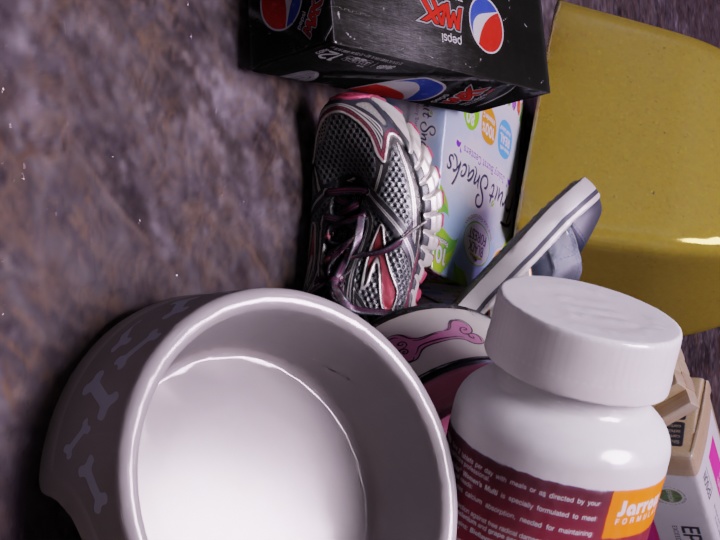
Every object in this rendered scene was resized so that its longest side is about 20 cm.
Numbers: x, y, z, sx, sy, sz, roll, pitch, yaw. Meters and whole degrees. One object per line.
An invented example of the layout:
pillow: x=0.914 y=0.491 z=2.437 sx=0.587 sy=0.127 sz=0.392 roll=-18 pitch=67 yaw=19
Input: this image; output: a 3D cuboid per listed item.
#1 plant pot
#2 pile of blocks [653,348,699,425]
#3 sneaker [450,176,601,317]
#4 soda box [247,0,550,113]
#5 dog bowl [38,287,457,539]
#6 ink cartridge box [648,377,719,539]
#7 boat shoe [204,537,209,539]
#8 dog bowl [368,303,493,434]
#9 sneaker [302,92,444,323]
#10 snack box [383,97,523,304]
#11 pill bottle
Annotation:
plant pot: x=0.224 y=-0.057 z=1.090 sx=0.196 sy=0.198 sz=0.196 roll=84 pitch=18 yaw=-65
pile of blocks: x=0.122 y=0.076 z=0.952 sx=0.062 sy=0.199 sz=0.083 roll=27 pitch=64 yaw=-40
sneaker: x=0.094 y=0.036 z=0.904 sx=0.200 sy=0.079 sz=0.078 roll=-47 pitch=178 yaw=0
soda box: x=0.026 y=-0.138 z=0.820 sx=0.199 sy=0.063 sz=0.072 roll=4 pitch=80 yaw=-48
dog bowl: x=-0.040 y=0.100 z=0.645 sx=0.199 sy=0.059 sz=0.202 roll=13 pitch=67 yaw=-32
ink cartridge box: x=0.209 y=0.169 z=1.164 sx=0.201 sy=0.163 sz=0.076 roll=63 pitch=37 yaw=-43
boat shoe: x=-0.082 y=0.214 z=0.674 sx=0.065 sy=0.072 sz=0.202 roll=85 pitch=-1 yaw=-86
dog bowl: x=0.042 y=0.125 z=0.800 sx=0.199 sy=0.074 sz=0.202 roll=-14 pitch=118 yaw=-29
sneaker: x=0.000 y=0.000 z=0.818 sx=0.074 sy=0.080 sz=0.202 roll=-7 pitch=95 yaw=-50
snack box: x=0.063 y=-0.086 z=0.974 sx=0.142 sy=0.052 sz=0.202 roll=25 pitch=69 yaw=-61
pill bottle: x=0.090 y=0.113 z=0.711 sx=0.109 sy=0.109 sz=0.202 roll=-22 pitch=127 yaw=-63
